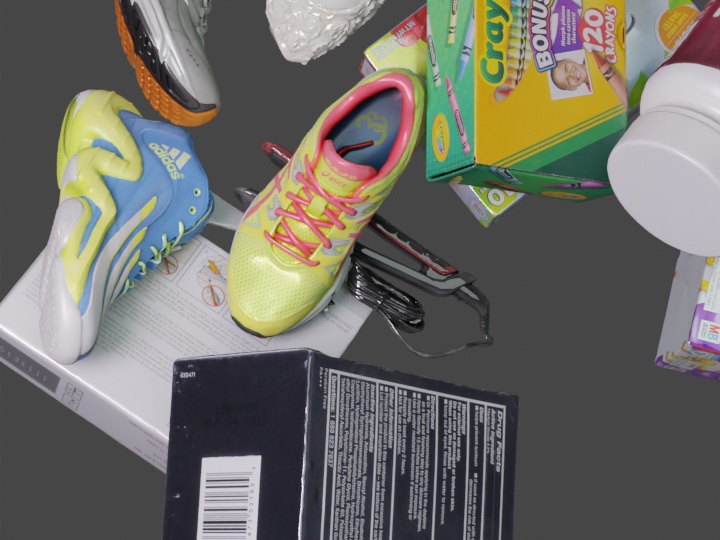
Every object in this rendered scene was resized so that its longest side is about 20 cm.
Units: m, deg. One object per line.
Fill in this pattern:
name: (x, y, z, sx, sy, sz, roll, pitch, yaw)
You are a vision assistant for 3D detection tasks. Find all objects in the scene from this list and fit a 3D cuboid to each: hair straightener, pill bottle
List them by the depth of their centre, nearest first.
pill bottle: (0.243, -0.112, 1.322, 0.114, 0.114, 0.200, 38, 65, 2)
hair straightener: (0.000, 0.000, 1.412, 0.200, 0.041, 0.077, 34, 81, -3)

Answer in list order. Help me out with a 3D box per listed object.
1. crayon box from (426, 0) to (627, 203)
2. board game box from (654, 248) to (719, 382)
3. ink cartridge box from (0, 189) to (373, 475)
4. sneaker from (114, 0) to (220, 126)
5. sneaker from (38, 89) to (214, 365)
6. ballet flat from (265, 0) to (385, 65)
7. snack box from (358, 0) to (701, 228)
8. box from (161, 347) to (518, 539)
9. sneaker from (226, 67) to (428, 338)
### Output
crayon box: (0.105, -0.150, 1.357, 0.118, 0.058, 0.201, 6, 78, -30)
board game box: (0.307, 0.033, 1.394, 0.199, 0.105, 0.104, 14, 80, -2)
ink cartridge box: (-0.115, 0.036, 1.390, 0.200, 0.044, 0.174, 34, 54, 2)
sneaker: (-0.118, -0.189, 1.400, 0.092, 0.076, 0.201, -17, 68, -17)
sneaker: (-0.142, -0.026, 1.346, 0.105, 0.076, 0.201, 11, 57, -14)
ballet flat: (0.011, -0.225, 1.435, 0.072, 0.072, 0.200, 44, 80, 3)
snack box: (0.119, -0.144, 1.435, 0.200, 0.053, 0.142, -38, 86, -10)
box: (-0.012, 0.162, 1.289, 0.198, 0.123, 0.201, 15, 74, -46)
sneaker: (-0.023, -0.049, 1.348, 0.078, 0.090, 0.201, 31, 86, 2)
